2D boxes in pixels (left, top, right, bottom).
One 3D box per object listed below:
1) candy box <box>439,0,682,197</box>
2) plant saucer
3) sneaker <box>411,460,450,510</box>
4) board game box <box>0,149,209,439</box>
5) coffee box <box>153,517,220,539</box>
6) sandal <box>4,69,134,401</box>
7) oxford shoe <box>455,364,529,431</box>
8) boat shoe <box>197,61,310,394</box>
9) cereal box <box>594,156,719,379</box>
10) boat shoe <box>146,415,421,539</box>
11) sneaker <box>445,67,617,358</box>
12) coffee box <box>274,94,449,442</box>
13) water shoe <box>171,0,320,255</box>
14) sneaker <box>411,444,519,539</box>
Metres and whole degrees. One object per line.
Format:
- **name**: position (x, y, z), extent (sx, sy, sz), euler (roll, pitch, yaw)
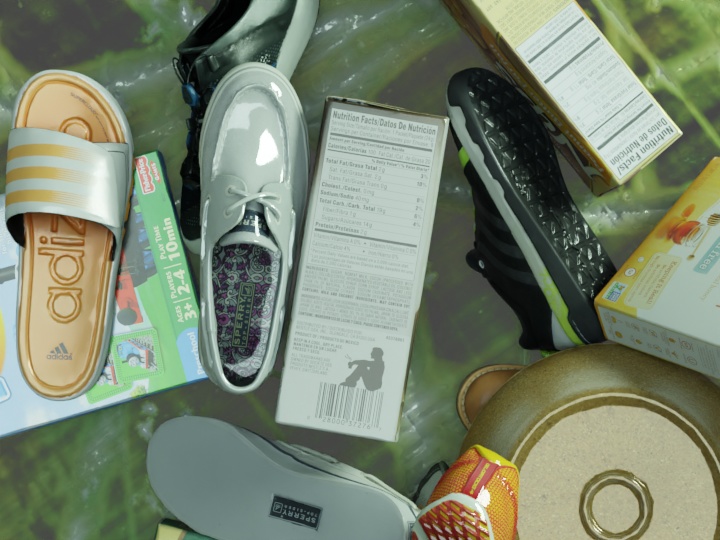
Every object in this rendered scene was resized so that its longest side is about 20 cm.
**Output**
- **candy box**: position (0.113, -0.141, 1.244), extent (0.055, 0.115, 0.200), euler (-39, 89, 0)
- **plant saucer**: position (0.154, 0.144, 1.205), extent (0.198, 0.035, 0.202), euler (0, 85, 2)
- **sneaker**: position (0.123, 0.175, 1.250), extent (0.198, 0.074, 0.080), euler (14, 101, 1)
- **board game box**: position (-0.205, 0.022, 1.277), extent (0.198, 0.037, 0.153), euler (-16, 88, 0)
- **coffee box**: position (-0.048, 0.241, 1.267), extent (0.198, 0.044, 0.124), euler (15, 89, 1)
- **sandal**: position (-0.182, -0.023, 1.231), extent (0.078, 0.059, 0.209), euler (0, 87, -1)
- **oxford shoe**: position (0.154, 0.115, 1.260), extent (0.199, 0.071, 0.072), euler (25, 90, 2)
- **boat shoe**: position (-0.069, -0.024, 1.196), extent (0.071, 0.069, 0.202), euler (10, 96, -9)
- **cereal box**: position (0.261, 0.010, 1.190), extent (0.199, 0.040, 0.144), euler (19, 55, 40)
- **boat shoe**: position (-0.043, 0.142, 1.251), extent (0.199, 0.066, 0.073), euler (11, 87, 28)
- **sneaker**: position (0.090, -0.027, 1.250), extent (0.082, 0.072, 0.201), euler (-21, 102, 38)
- **coffee box**: position (0.000, 0.000, 1.241), extent (0.079, 0.113, 0.202), euler (9, 88, 0)
- **water shoe**: position (-0.091, -0.112, 1.254), extent (0.079, 0.071, 0.202), euler (23, 78, -37)
- **sneaker**: position (0.059, 0.190, 1.180), extent (0.073, 0.077, 0.201), euler (29, 132, 12)
